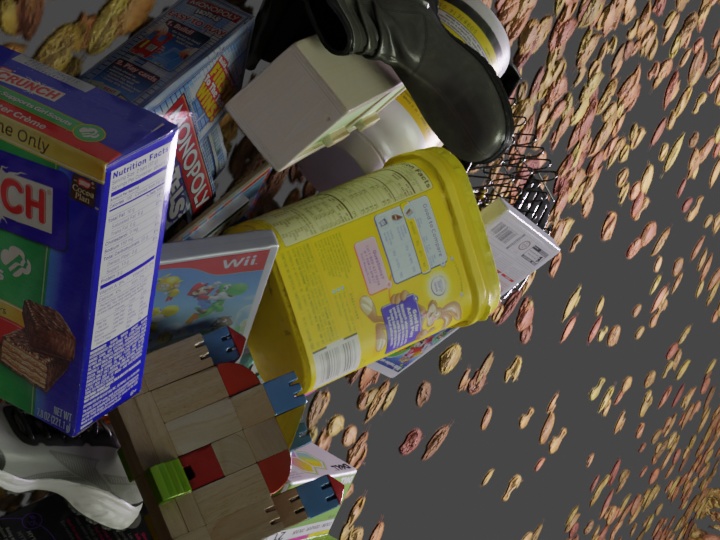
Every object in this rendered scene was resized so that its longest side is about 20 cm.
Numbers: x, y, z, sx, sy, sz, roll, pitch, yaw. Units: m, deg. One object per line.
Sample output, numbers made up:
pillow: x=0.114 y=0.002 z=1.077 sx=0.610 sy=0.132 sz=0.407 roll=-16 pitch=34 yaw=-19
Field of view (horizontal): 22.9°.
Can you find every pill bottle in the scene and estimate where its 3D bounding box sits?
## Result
pill bottle: x=0.033 y=-0.150 z=1.534 sx=0.200 sy=0.112 sz=0.112 roll=-50 pitch=154 yaw=-28

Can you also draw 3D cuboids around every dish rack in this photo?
dish rack: x=0.129 y=-0.076 z=1.652 sx=0.200 sy=0.055 sz=0.153 roll=56 pitch=51 yaw=-34

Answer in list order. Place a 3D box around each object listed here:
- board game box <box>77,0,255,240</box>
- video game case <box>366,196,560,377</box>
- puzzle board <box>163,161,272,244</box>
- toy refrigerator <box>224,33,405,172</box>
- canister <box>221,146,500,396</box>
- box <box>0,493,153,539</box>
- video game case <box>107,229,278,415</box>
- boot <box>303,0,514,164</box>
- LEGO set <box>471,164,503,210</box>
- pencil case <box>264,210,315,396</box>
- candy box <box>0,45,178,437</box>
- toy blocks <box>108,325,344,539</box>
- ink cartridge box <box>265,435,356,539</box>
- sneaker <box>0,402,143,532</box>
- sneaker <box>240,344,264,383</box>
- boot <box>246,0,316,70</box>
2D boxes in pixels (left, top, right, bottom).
board game box: x=-0.147 y=-0.094 z=1.281 sx=0.200 sy=0.062 sz=0.200 roll=-52 pitch=155 yaw=-22
video game case: x=0.074 y=0.019 z=1.581 sx=0.200 sy=0.018 sz=0.143 roll=-38 pitch=154 yaw=12
puzzle board: x=-0.150 y=0.010 z=1.365 sx=0.200 sy=0.017 sz=0.151 roll=-43 pitch=172 yaw=-33
toy refrigerator: x=-0.020 y=-0.137 z=1.342 sx=0.076 sy=0.070 sz=0.200 roll=-39 pitch=180 yaw=23
canister: x=0.000 y=0.000 z=1.398 sx=0.200 sy=0.087 sz=0.149 roll=-23 pitch=99 yaw=-35
box: x=-0.197 y=0.239 z=1.386 sx=0.200 sy=0.122 sz=0.106 roll=-23 pitch=141 yaw=-21
video game case: x=-0.146 y=0.044 z=1.284 sx=0.143 sy=0.017 sz=0.200 roll=-9 pitch=147 yaw=-22
boot: x=0.020 y=-0.159 z=1.296 sx=0.068 sy=0.200 sz=0.131 roll=-41 pitch=160 yaw=33
LEGO set: x=0.094 y=-0.094 z=1.716 sx=0.200 sy=0.116 sz=0.154 roll=-1 pitch=116 yaw=-65
pencil case: x=-0.071 y=0.037 z=1.555 sx=0.094 sy=0.091 sz=0.200 roll=-49 pitch=156 yaw=-34
candy box: x=-0.210 y=-0.024 z=1.087 sx=0.077 sy=0.169 sz=0.200 roll=-38 pitch=146 yaw=-52
toy blocks: x=-0.094 y=0.119 z=1.256 sx=0.137 sy=0.200 sz=0.100 roll=-22 pitch=173 yaw=-18
ink cartridge box: x=-0.047 y=0.223 z=1.663 sx=0.148 sy=0.200 sz=0.076 roll=4 pitch=112 yaw=-66
sneaker: x=-0.220 y=0.124 z=1.291 sx=0.079 sy=0.074 sz=0.200 roll=-48 pitch=138 yaw=12
sneaker: x=-0.102 y=0.077 z=1.482 sx=0.078 sy=0.140 sz=0.200 roll=10 pitch=104 yaw=-35
boot: x=-0.014 y=-0.225 z=1.420 sx=0.200 sy=0.077 sz=0.138 roll=-3 pitch=123 yaw=-49
